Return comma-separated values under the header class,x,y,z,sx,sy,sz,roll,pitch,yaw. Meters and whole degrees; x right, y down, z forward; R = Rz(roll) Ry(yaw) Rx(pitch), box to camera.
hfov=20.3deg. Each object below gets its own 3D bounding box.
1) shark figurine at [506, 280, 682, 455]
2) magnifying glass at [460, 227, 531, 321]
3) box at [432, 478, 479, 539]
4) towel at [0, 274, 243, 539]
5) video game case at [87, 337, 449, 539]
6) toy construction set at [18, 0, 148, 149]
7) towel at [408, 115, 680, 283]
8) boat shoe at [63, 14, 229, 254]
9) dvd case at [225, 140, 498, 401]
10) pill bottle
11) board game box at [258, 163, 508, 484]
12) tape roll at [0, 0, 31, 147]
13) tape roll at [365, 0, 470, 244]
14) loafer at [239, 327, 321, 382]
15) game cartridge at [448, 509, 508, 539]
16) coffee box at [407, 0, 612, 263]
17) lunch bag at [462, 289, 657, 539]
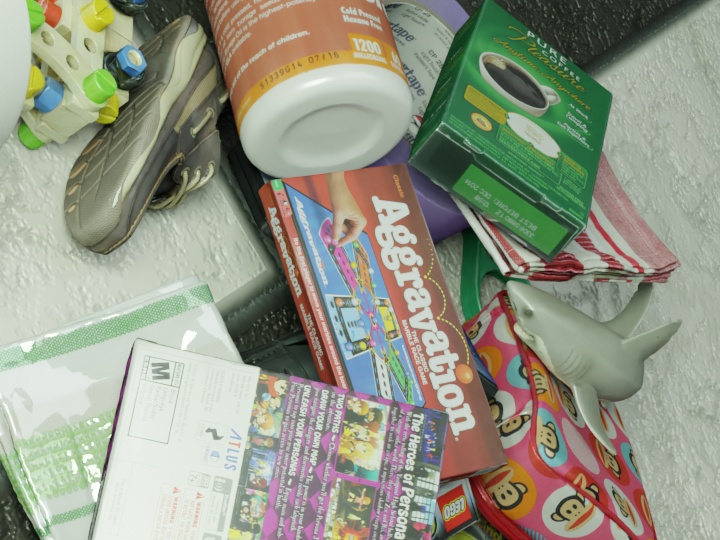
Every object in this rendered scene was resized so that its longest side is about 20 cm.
class,x,y,z,sx,sy,sz,roll,pitch,yaw
shark figurine,0.185,0.051,1.391,0.128,0.089,0.214,57,18,15
magnifying glass,0.095,-0.022,1.516,0.080,0.022,0.200,7,62,-49
box,-0.021,0.139,1.196,0.200,0.035,0.110,-26,103,-38
towel,-0.111,0.111,1.097,0.149,0.031,0.200,-21,74,-20
video game case,-0.054,0.151,1.065,0.181,0.036,0.200,13,66,-9
toy construction set,-0.187,-0.161,1.212,0.131,0.092,0.200,30,58,-36
towel,0.131,-0.052,1.405,0.200,0.023,0.144,1,49,-50
boat shoe,-0.120,-0.078,1.247,0.073,0.074,0.200,44,41,-23
dvd case,0.000,0.000,1.317,0.200,0.018,0.143,38,10,-23
pill bottle,-0.042,-0.167,1.292,0.112,0.112,0.200,16,48,-45
board game box,0.014,0.034,1.212,0.103,0.019,0.200,-9,73,-36
tape roll,-0.279,-0.108,0.965,0.203,0.202,0.139,57,37,-7
tape roll,0.021,-0.114,1.432,0.200,0.085,0.200,29,47,-36
loafer,-0.046,0.071,1.244,0.200,0.070,0.068,-28,91,-54
game cartridge,0.059,0.194,1.326,0.200,0.041,0.133,41,37,-27
coffee box,0.107,-0.099,1.373,0.123,0.044,0.200,35,33,-11
lunch bag,0.137,0.125,1.387,0.176,0.082,0.200,42,22,-28
